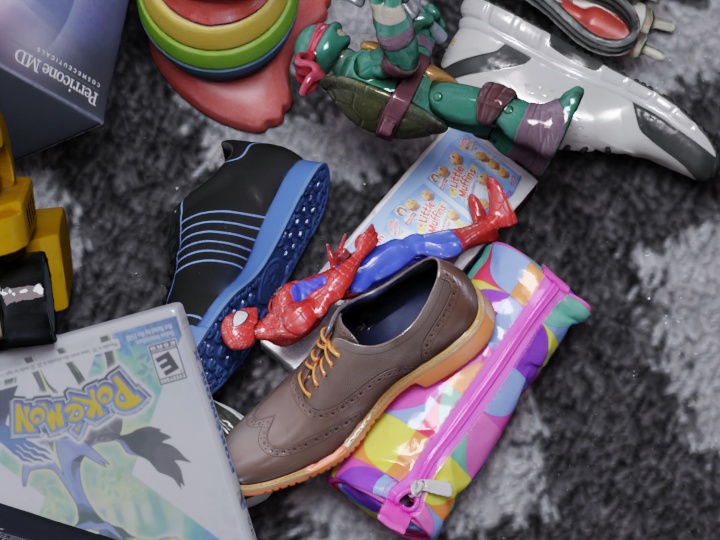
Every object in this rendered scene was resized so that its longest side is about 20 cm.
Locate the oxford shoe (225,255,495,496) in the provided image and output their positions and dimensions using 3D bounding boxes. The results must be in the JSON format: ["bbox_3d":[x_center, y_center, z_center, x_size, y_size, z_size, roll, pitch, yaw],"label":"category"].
[{"bbox_3d":[-0.016,0.060,1.610,0.200,0.073,0.071,-39,48,2],"label":"oxford shoe"}]

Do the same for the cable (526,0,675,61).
[{"bbox_3d":[0.112,-0.182,1.733,0.200,0.050,0.097,12,48,0],"label":"cable"}]

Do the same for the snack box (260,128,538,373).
[{"bbox_3d":[0.026,-0.004,1.708,0.072,0.024,0.200,39,78,9],"label":"snack box"}]

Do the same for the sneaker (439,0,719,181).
[{"bbox_3d":[0.141,-0.102,1.722,0.200,0.074,0.080,28,90,13],"label":"sneaker"}]

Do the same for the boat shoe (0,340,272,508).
[{"bbox_3d":[-0.145,0.094,1.661,0.200,0.064,0.071,21,75,5],"label":"boat shoe"}]

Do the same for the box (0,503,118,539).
[{"bbox_3d":[-0.225,0.250,1.519,0.117,0.200,0.197,15,96,5],"label":"box"}]

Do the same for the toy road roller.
[{"bbox_3d":[-0.248,-0.033,1.616,0.123,0.200,0.146,-6,103,-2],"label":"toy road roller"}]

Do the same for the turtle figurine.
[{"bbox_3d":[0.035,-0.126,1.632,0.200,0.150,0.101,26,100,0],"label":"turtle figurine"}]

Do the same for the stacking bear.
[{"bbox_3d":[-0.088,-0.185,1.669,0.114,0.200,0.122,20,75,6],"label":"stacking bear"}]

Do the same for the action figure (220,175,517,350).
[{"bbox_3d":[0.000,0.000,1.646,0.200,0.065,0.052,-29,90,-21],"label":"action figure"}]

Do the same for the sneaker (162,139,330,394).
[{"bbox_3d":[-0.094,-0.001,1.676,0.078,0.070,0.200,18,55,20],"label":"sneaker"}]

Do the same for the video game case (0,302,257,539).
[{"bbox_3d":[-0.176,0.131,1.613,0.200,0.022,0.182,-16,97,11],"label":"video game case"}]

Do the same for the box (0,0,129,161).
[{"bbox_3d":[-0.249,-0.201,1.649,0.200,0.123,0.199,29,59,-36],"label":"box"}]

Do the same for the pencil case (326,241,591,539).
[{"bbox_3d":[0.062,0.079,1.655,0.088,0.088,0.200,31,76,9],"label":"pencil case"}]
